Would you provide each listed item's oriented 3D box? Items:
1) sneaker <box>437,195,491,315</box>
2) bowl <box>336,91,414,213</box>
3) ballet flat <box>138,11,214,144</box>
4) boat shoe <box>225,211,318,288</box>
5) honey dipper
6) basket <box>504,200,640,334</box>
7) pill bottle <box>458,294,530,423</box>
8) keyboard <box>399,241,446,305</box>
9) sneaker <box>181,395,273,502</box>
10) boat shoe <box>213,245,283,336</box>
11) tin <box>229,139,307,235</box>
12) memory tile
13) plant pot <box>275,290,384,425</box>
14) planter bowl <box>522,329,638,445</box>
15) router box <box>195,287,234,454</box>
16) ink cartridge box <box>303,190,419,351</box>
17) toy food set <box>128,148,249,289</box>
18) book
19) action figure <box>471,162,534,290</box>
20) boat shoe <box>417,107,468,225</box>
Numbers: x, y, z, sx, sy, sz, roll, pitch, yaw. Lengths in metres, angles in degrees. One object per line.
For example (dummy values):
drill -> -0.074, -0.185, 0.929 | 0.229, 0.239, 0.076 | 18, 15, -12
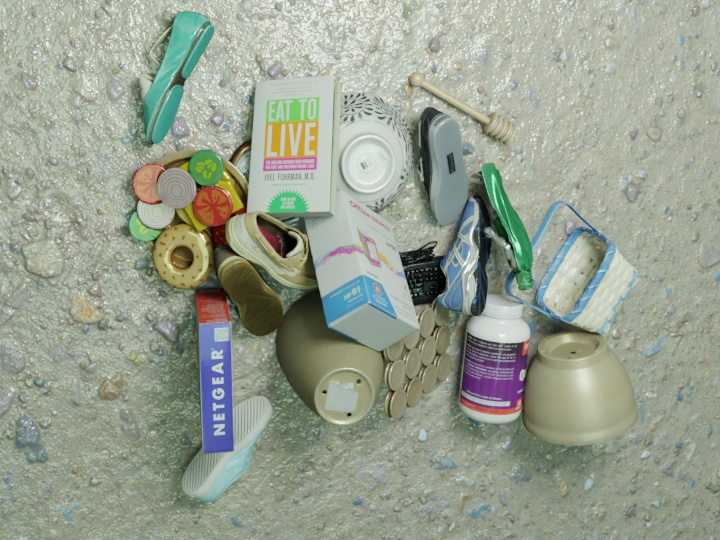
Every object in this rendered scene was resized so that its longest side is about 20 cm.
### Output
sneaker -> 0.170, -0.029, 1.424 | 0.076, 0.075, 0.205 | 38, 58, -57
bowl -> 0.003, -0.172, 1.355 | 0.195, 0.094, 0.206 | -4, 106, -13
ballet flat -> -0.286, -0.289, 1.278 | 0.069, 0.067, 0.203 | 28, 97, 6
boat shoe -> -0.113, -0.030, 1.306 | 0.198, 0.065, 0.076 | 26, 53, -44
honey dipper -> 0.165, -0.266, 1.400 | 0.197, 0.038, 0.039 | 27, 97, -17
basket -> 0.354, 0.006, 1.459 | 0.198, 0.139, 0.178 | 32, 94, -27
pill bottle -> 0.230, 0.150, 1.482 | 0.109, 0.113, 0.205 | 1, 104, -14
keyboard -> 0.074, 0.015, 1.448 | 0.195, 0.040, 0.107 | -10, 107, -12
sneaker -> -0.211, 0.299, 1.446 | 0.200, 0.074, 0.082 | -47, 140, -4
boat shoe -> -0.174, 0.029, 1.353 | 0.072, 0.065, 0.202 | -28, 144, -8
tin -> -0.143, -0.106, 1.366 | 0.109, 0.042, 0.204 | -18, 108, -4
memory tile -> 0.095, 0.142, 1.432 | 0.199, 0.016, 0.157 | -29, 120, -50
plant pot -> -0.038, 0.155, 1.363 | 0.182, 0.201, 0.192 | -3, 110, -8
planter bowl -> 0.366, 0.186, 1.477 | 0.195, 0.200, 0.138 | -14, 107, -9
router box -> -0.226, 0.150, 1.335 | 0.048, 0.180, 0.205 | -2, 105, -12
ink cartridge box -> 0.000, 0.000, 1.318 | 0.084, 0.204, 0.144 | -30, 146, 23
toy food set -> -0.255, -0.086, 1.318 | 0.197, 0.049, 0.201 | -27, 106, 10
book -> -0.099, -0.183, 1.297 | 0.130, 0.048, 0.206 | 0, 81, 13
action figure -> 0.235, -0.065, 1.393 | 0.054, 0.117, 0.204 | -24, 77, 25
boat shoe -> 0.124, -0.167, 1.398 | 0.073, 0.068, 0.202 | -30, 134, -16
